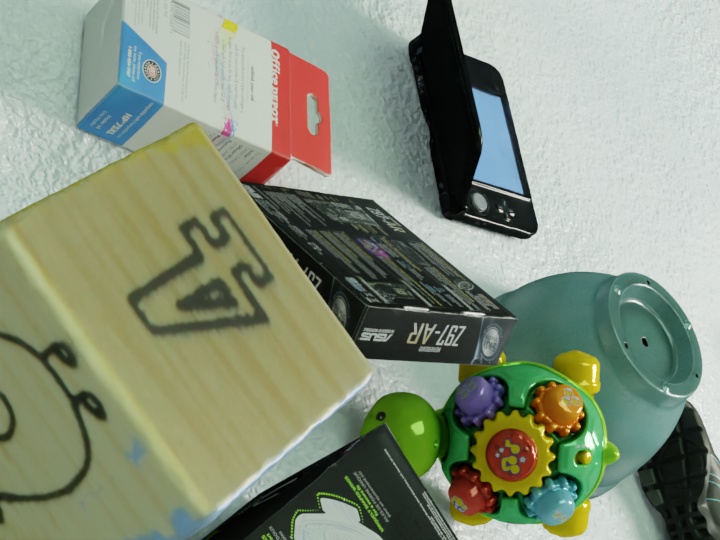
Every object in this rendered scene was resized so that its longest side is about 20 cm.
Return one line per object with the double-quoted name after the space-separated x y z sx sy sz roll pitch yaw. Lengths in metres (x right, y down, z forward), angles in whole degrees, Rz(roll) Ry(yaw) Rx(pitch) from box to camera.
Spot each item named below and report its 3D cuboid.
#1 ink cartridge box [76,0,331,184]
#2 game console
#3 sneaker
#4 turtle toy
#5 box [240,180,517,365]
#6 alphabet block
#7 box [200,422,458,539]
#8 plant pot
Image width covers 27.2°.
-0.120 -0.138 1.181 0.199 0.067 0.117 22 50 -32 "ink cartridge box"
0.117 -0.153 1.387 0.175 0.116 0.201 14 55 -38 "game console"
0.310 0.216 1.369 0.079 0.075 0.202 11 65 -51 "sneaker"
0.099 0.133 1.146 0.101 0.198 0.147 -11 104 -76 "turtle toy"
0.000 0.000 1.142 0.159 0.044 0.200 6 25 -43 "box"
-0.148 0.061 0.921 0.201 0.195 0.196 53 38 0 "alphabet block"
-0.049 0.214 0.944 0.125 0.148 0.200 57 39 1 "box"
0.213 0.082 1.305 0.199 0.134 0.202 25 48 -31 "plant pot"
